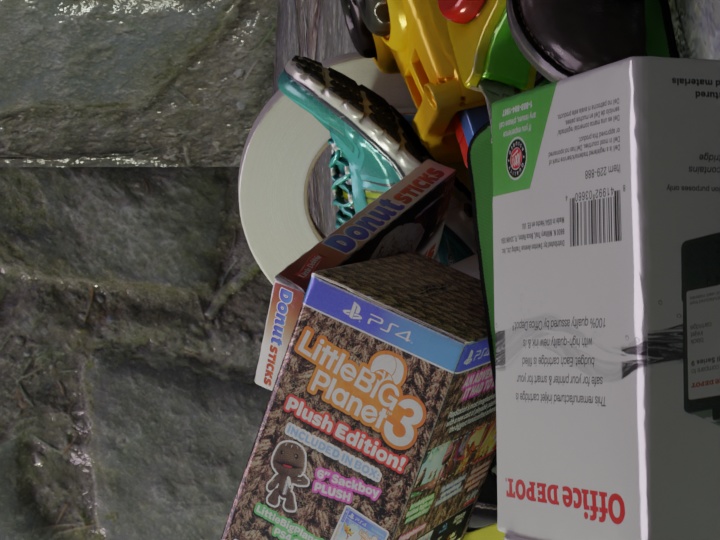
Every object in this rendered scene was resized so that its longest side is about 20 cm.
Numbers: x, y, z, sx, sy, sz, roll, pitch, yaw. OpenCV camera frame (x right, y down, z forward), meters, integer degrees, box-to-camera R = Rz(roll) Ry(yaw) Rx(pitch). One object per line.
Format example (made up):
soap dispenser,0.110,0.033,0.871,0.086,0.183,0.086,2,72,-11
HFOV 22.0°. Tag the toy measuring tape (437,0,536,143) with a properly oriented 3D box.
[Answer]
toy measuring tape,0.084,-0.121,0.974,0.074,0.073,0.201,96,167,-45

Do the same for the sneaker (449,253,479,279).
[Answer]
sneaker,0.047,0.069,1.197,0.074,0.199,0.116,29,-137,-46

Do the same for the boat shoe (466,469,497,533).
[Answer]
boat shoe,0.050,0.137,1.251,0.199,0.072,0.068,16,107,46

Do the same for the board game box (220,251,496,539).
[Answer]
board game box,0.011,0.103,1.069,0.159,0.096,0.201,-11,-58,-68

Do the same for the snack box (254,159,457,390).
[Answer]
snack box,0.000,0.000,1.107,0.200,0.024,0.072,-39,-32,-54

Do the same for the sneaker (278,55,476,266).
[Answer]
sneaker,0.012,-0.055,1.216,0.200,0.080,0.078,49,-168,-13

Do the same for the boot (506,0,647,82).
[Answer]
boot,0.126,-0.202,0.897,0.175,0.069,0.201,114,156,-51

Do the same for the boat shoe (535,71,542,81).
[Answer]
boat shoe,0.111,-0.165,1.057,0.057,0.068,0.202,125,146,-77

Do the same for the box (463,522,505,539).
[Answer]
box,0.107,0.171,1.076,0.200,0.075,0.051,126,143,-77

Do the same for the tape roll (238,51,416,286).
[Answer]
tape roll,0.011,-0.057,1.339,0.037,0.201,0.204,-111,22,-78

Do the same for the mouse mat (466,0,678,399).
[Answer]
mouse mat,0.114,-0.028,0.946,0.161,0.007,0.201,-39,45,40

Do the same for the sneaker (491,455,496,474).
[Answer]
sneaker,0.082,0.189,1.334,0.089,0.074,0.201,-113,16,-56

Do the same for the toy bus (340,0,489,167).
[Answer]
toy bus,0.076,-0.131,1.181,0.200,0.135,0.193,119,134,-81

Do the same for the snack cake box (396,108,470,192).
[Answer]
snack cake box,0.058,-0.011,1.300,0.067,0.114,0.202,-110,20,-78

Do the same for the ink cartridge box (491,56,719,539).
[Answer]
ink cartridge box,0.121,0.019,0.797,0.146,0.083,0.202,174,95,-70
